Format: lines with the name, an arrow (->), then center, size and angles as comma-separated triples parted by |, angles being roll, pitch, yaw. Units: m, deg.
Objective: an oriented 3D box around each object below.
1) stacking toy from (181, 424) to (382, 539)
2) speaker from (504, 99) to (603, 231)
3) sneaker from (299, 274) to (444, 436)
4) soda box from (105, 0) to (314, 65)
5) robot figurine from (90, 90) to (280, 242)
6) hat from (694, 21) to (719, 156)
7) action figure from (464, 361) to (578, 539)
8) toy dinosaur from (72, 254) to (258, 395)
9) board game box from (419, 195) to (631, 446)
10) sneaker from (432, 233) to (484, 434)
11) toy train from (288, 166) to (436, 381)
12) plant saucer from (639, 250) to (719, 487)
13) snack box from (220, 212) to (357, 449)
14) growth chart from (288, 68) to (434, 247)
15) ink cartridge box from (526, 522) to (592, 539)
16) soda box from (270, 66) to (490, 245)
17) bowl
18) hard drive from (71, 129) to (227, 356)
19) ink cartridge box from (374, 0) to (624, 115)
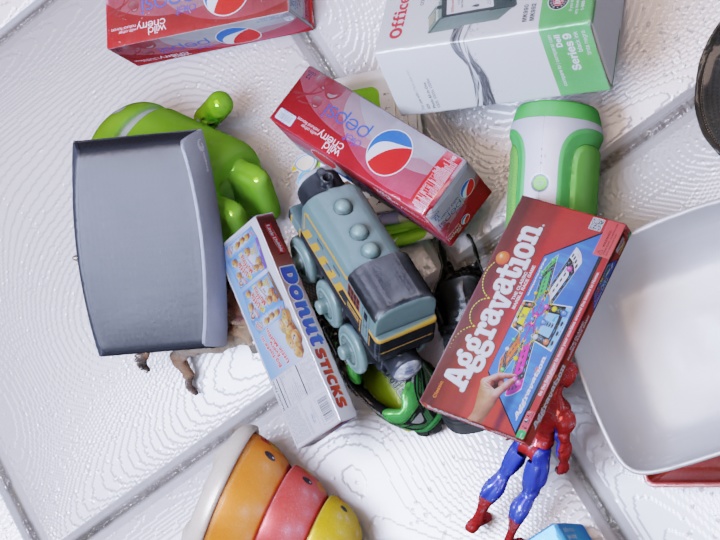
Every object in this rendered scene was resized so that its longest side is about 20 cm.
stacking toy -> -0.049, 0.238, 1.614 | 0.200, 0.146, 0.146 | 23, 90, 5
speaker -> 0.167, -0.044, 1.573 | 0.088, 0.088, 0.200 | 1, 81, 22
sneaker -> 0.004, 0.063, 1.623 | 0.078, 0.085, 0.200 | -48, 66, 9
soda box -> -0.148, -0.256, 1.750 | 0.200, 0.063, 0.070 | -8, 77, 22
robot figurine -> -0.176, -0.088, 1.704 | 0.200, 0.116, 0.175 | 25, 68, 25
hat -> 0.371, -0.174, 1.514 | 0.201, 0.081, 0.201 | -3, 81, 21
action figure -> 0.145, 0.154, 1.524 | 0.065, 0.052, 0.200 | 40, 132, 27
toy dinosaur -> -0.168, 0.028, 1.687 | 0.200, 0.086, 0.136 | 41, 96, 10
board game box -> 0.136, 0.038, 1.475 | 0.103, 0.019, 0.200 | 18, 74, 34
sneaker -> 0.090, 0.052, 1.547 | 0.060, 0.200, 0.104 | -13, 112, 13
toy train -> 0.000, 0.000, 1.557 | 0.085, 0.114, 0.200 | -19, 57, -18
plant saucer -> 0.338, 0.082, 1.509 | 0.200, 0.037, 0.200 | -3, 81, 22
snack box -> -0.067, 0.053, 1.589 | 0.072, 0.024, 0.200 | -37, 71, 47
growth chart -> 0.002, -0.101, 1.677 | 0.145, 0.018, 0.200 | -19, 66, 17
ink cartridge box -> 0.169, 0.334, 1.510 | 0.146, 0.086, 0.200 | -36, 68, 13
soda box -> 0.017, -0.104, 1.609 | 0.200, 0.070, 0.063 | 35, 85, 32
bowl -> 0.282, 0.056, 1.477 | 0.200, 0.075, 0.200 | -24, 73, 18
hard drive -> -0.193, -0.022, 1.610 | 0.135, 0.042, 0.200 | -5, 98, 7
ink cartridge box -> 0.125, -0.224, 1.591 | 0.200, 0.084, 0.146 | -6, 47, 21
